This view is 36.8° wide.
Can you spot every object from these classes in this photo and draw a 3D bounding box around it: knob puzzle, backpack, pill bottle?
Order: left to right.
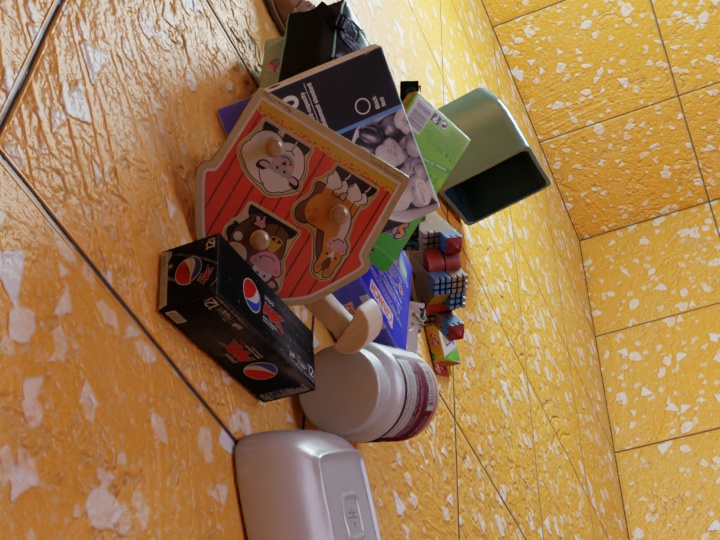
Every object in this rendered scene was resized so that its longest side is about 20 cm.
[{"bbox_3d":[-0.074,-0.048,1.059,0.030,0.218,0.221,-115,-178,-74],"label":"knob puzzle"},{"bbox_3d":[-0.036,-0.208,1.351,0.200,0.152,0.177,44,39,-46],"label":"backpack"},{"bbox_3d":[0.011,0.141,1.245,0.200,0.113,0.115,22,54,-67],"label":"pill bottle"}]

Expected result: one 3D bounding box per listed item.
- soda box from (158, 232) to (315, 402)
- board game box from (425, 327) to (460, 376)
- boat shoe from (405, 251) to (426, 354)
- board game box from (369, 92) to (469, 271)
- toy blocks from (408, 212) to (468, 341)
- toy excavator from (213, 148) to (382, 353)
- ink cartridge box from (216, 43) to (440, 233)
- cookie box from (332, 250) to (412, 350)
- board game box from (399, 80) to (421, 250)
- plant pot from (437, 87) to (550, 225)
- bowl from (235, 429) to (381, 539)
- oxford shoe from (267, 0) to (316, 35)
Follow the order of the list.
[{"bbox_3d":[-0.113,0.050,1.035,0.200,0.063,0.071,52,27,-50],"label":"soda box"},{"bbox_3d":[0.125,0.074,1.796,0.095,0.030,0.202,21,56,-67],"label":"board game box"},{"bbox_3d":[0.061,0.061,1.541,0.073,0.066,0.202,-6,79,-72],"label":"boat shoe"},{"bbox_3d":[0.045,-0.105,1.301,0.095,0.030,0.201,38,74,-23],"label":"board game box"},{"bbox_3d":[0.110,0.011,1.585,0.137,0.099,0.202,-131,-142,-60],"label":"toy blocks"},{"bbox_3d":[-0.060,-0.030,1.144,0.100,0.193,0.202,-32,133,-59],"label":"toy excavator"},{"bbox_3d":[-0.035,-0.125,1.215,0.043,0.199,0.200,-136,-156,-76],"label":"ink cartridge box"},{"bbox_3d":[0.000,0.000,1.400,0.201,0.075,0.172,-82,149,-54],"label":"cookie box"},{"bbox_3d":[0.065,-0.132,1.410,0.135,0.028,0.202,50,41,-84],"label":"board game box"},{"bbox_3d":[0.240,-0.245,2.183,0.196,0.195,0.201,39,28,-60],"label":"plant pot"},{"bbox_3d":[-0.038,0.251,1.069,0.200,0.074,0.202,22,54,-69],"label":"bowl"},{"bbox_3d":[-0.079,-0.350,1.491,0.201,0.071,0.071,65,21,-19],"label":"oxford shoe"}]
